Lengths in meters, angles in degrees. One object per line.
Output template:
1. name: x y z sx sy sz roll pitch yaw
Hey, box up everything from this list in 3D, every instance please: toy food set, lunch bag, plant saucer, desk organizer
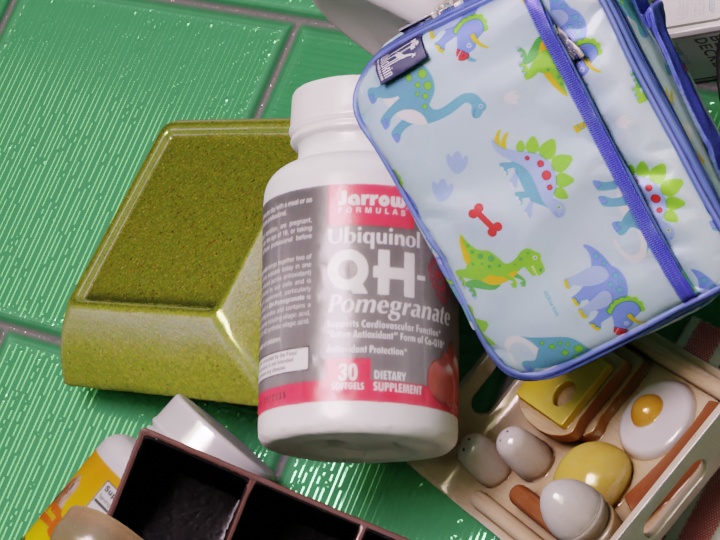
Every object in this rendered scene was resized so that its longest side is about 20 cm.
1. toy food set: 0.114 0.084 1.241 0.144 0.060 0.200 -51 31 -2
2. lunch bag: 0.103 -0.058 1.199 0.160 0.082 0.201 -24 96 24
3. plant saucer: -0.090 -0.021 1.411 0.200 0.048 0.200 3 58 44
4. desk organizer: -0.042 0.157 1.251 0.199 0.077 0.072 23 76 0

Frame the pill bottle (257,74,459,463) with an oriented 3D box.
1. pill bottle: 0.000 0.000 1.282 0.110 0.111 0.201 -7 75 27

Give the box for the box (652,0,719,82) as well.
1. box: 0.140 -0.165 1.385 0.199 0.060 0.117 -8 62 27

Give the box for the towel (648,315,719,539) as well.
1. towel: 0.218 0.119 1.216 0.200 0.030 0.147 24 79 39

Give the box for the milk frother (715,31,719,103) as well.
1. milk frother: 0.278 -0.086 1.227 0.188 0.181 0.200 -20 16 -21

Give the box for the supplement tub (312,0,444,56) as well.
1. supplement tub: 0.074 -0.210 1.317 0.144 0.144 0.200 24 79 37

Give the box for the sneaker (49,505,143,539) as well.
1. sneaker: -0.124 0.220 1.242 0.067 0.201 0.090 10 53 32

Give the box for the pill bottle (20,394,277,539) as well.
1. pill bottle: -0.140 0.172 1.344 0.200 0.109 0.109 -50 52 -2
